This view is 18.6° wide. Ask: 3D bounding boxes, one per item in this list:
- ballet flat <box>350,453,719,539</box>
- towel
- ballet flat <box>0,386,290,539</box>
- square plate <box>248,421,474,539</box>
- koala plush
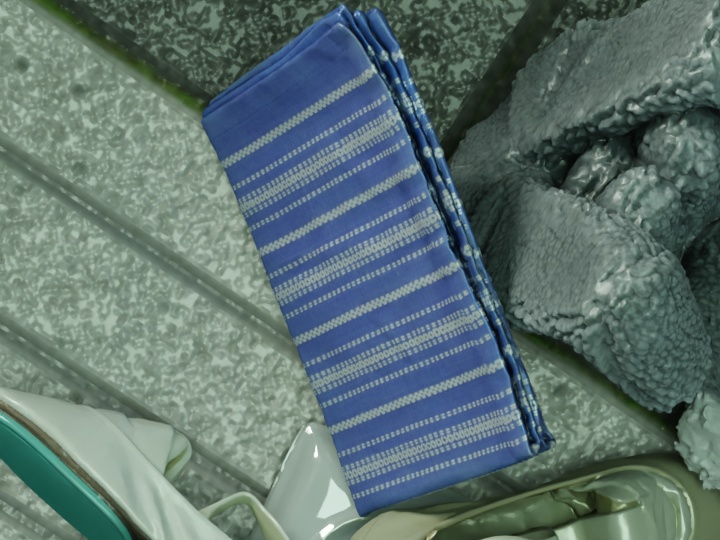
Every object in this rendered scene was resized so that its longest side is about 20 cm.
[{"bbox_3d":[0.090,0.123,0.976,0.199,0.069,0.070,-11,94,-20],"label":"ballet flat"},{"bbox_3d":[0.000,0.000,0.937,0.024,0.145,0.201,-19,86,-36],"label":"towel"},{"bbox_3d":[-0.083,0.111,0.975,0.200,0.069,0.069,43,87,7],"label":"ballet flat"},{"bbox_3d":[0.021,0.200,1.011,0.199,0.028,0.199,26,90,-8],"label":"square plate"},{"bbox_3d":[0.152,-0.003,0.969,0.199,0.183,0.178,31,74,-27],"label":"koala plush"}]
